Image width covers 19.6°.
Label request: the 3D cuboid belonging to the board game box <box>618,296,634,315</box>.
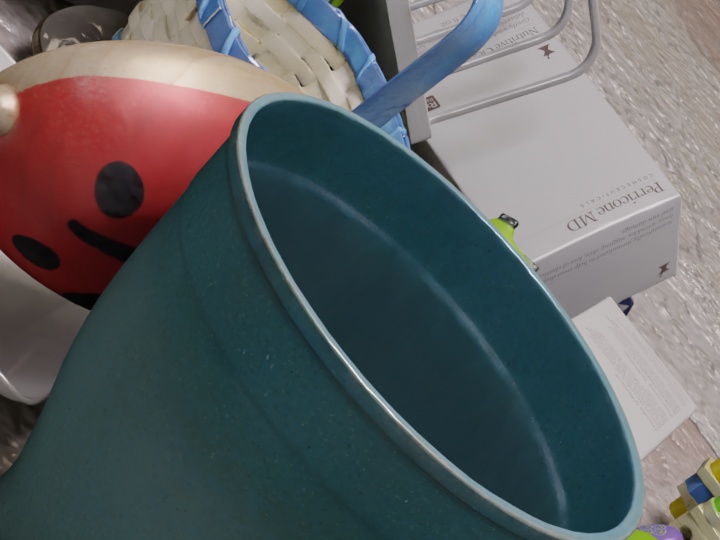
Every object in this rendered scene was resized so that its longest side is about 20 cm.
[{"bbox_3d":[0.086,-0.059,1.371,0.200,0.062,0.201,10,43,-57],"label":"board game box"}]

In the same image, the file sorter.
[{"bbox_3d":[0.043,-0.191,1.182,0.200,0.124,0.140,-121,-164,-56],"label":"file sorter"}]

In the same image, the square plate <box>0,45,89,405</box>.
[{"bbox_3d":[-0.172,-0.038,0.899,0.198,0.028,0.200,49,22,0],"label":"square plate"}]

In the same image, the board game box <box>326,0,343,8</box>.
[{"bbox_3d":[-0.093,-0.209,1.069,0.199,0.048,0.102,30,23,-39],"label":"board game box"}]

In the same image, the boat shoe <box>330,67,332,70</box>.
[{"bbox_3d":[-0.034,-0.096,1.232,0.073,0.063,0.201,10,37,-50],"label":"boat shoe"}]

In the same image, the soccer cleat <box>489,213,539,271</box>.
[{"bbox_3d":[0.000,0.000,1.031,0.199,0.081,0.068,12,-40,49],"label":"soccer cleat"}]

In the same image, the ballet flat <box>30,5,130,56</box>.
[{"bbox_3d":[-0.103,-0.094,1.112,0.199,0.046,0.068,8,66,-50],"label":"ballet flat"}]

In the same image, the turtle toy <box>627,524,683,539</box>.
[{"bbox_3d":[0.149,0.184,1.025,0.199,0.101,0.146,27,30,-43],"label":"turtle toy"}]

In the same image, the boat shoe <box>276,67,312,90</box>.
[{"bbox_3d":[-0.020,-0.086,1.118,0.073,0.063,0.201,-37,99,-51],"label":"boat shoe"}]

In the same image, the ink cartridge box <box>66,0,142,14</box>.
[{"bbox_3d":[-0.165,-0.224,1.146,0.199,0.084,0.147,22,34,-49],"label":"ink cartridge box"}]

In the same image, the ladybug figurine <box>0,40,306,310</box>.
[{"bbox_3d":[-0.079,-0.026,0.841,0.199,0.135,0.072,21,43,-47],"label":"ladybug figurine"}]

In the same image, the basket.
[{"bbox_3d":[-0.025,-0.110,0.993,0.139,0.200,0.177,32,28,-31],"label":"basket"}]

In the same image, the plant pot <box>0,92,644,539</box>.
[{"bbox_3d":[-0.031,0.073,0.761,0.200,0.188,0.200,39,23,-20],"label":"plant pot"}]

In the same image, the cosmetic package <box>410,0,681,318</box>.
[{"bbox_3d":[0.092,-0.065,1.227,0.200,0.112,0.081,54,-17,36],"label":"cosmetic package"}]

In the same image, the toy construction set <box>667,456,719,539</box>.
[{"bbox_3d":[0.239,0.201,1.199,0.200,0.092,0.131,43,19,19],"label":"toy construction set"}]

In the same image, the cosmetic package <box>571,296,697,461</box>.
[{"bbox_3d":[0.089,0.089,1.068,0.085,0.107,0.200,52,24,6],"label":"cosmetic package"}]
